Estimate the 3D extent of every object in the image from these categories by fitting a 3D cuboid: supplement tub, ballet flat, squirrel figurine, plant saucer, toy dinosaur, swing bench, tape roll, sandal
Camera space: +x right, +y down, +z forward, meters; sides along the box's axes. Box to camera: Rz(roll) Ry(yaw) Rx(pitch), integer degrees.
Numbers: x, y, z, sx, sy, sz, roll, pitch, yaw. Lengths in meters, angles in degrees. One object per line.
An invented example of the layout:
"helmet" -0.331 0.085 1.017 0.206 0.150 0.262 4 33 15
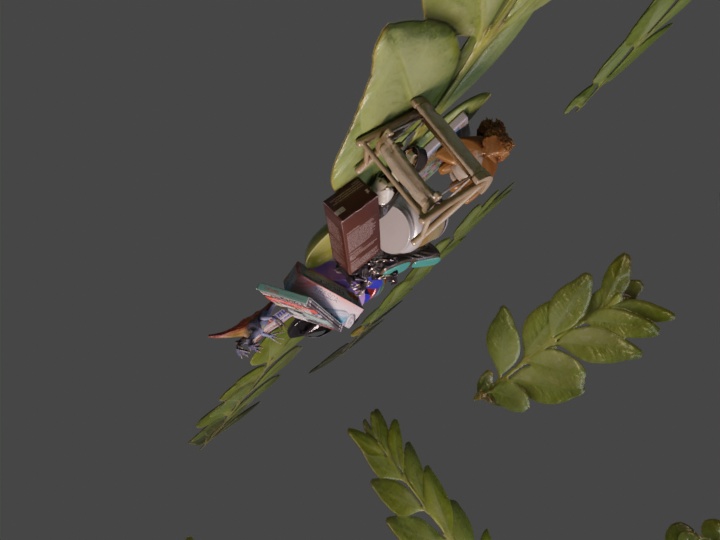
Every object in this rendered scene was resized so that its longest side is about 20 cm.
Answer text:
"supplement tub" 0.129 -0.130 1.521 0.198 0.145 0.145 -25 163 -50
"ballet flat" 0.127 -0.034 1.592 0.196 0.070 0.068 -13 156 -29
"squirrel figurine" 0.289 -0.272 1.426 0.199 0.142 0.186 -40 175 12
"plant saucer" -0.060 -0.082 1.378 0.199 0.031 0.200 -39 168 -10
"toy dinosaur" -0.250 0.121 1.445 0.104 0.198 0.184 -34 -147 39
"swing bench" 0.122 -0.197 1.097 0.199 0.200 0.130 -37 169 -11
"tape roll" -0.089 0.068 1.537 0.195 0.066 0.203 -13 140 -11
"sandal" -0.096 0.142 1.534 0.195 0.043 0.077 -13 141 -11
"ballet flat" 0.068 -0.199 1.285 0.201 0.068 0.068 -51 158 3

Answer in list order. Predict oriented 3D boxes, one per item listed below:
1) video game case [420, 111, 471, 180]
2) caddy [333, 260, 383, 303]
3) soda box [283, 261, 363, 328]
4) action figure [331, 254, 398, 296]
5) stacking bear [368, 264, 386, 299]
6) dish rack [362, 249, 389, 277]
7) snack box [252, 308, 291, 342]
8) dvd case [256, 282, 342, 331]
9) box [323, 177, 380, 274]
"video game case" 0.188 -0.286 1.427 0.199 0.022 0.182 -42 168 9
"caddy" -0.029 0.023 1.681 0.198 0.106 0.142 4 135 -50
"soda box" -0.090 0.061 1.421 0.069 0.198 0.064 -51 -152 18
"action figure" 0.000 0.000 1.435 0.196 0.121 0.102 4 152 -33
"stacking bear" 0.033 0.031 1.939 0.121 0.114 0.199 -43 173 19
"dish rack" 0.046 -0.058 1.595 0.198 0.054 0.158 -11 109 -54
"snack box" -0.227 0.133 1.676 0.198 0.024 0.072 -35 168 -24
"dvd case" -0.140 0.089 1.376 0.022 0.143 0.200 -67 151 -16
"box" -0.015 -0.092 1.259 0.099 0.075 0.202 -36 153 -18
